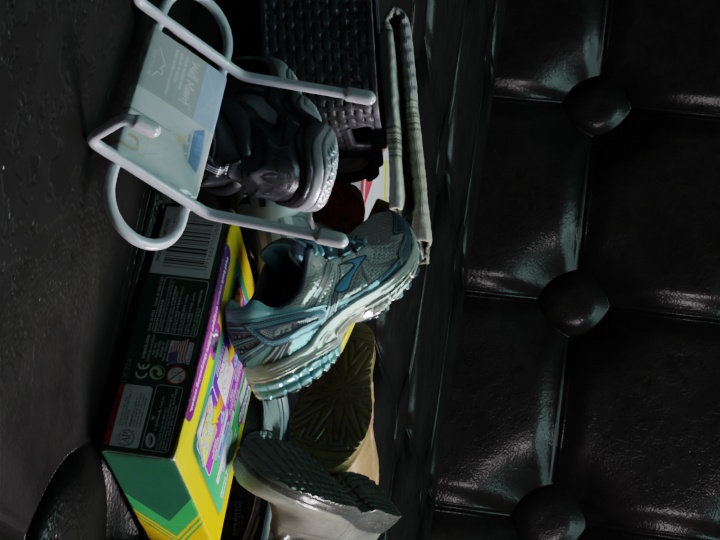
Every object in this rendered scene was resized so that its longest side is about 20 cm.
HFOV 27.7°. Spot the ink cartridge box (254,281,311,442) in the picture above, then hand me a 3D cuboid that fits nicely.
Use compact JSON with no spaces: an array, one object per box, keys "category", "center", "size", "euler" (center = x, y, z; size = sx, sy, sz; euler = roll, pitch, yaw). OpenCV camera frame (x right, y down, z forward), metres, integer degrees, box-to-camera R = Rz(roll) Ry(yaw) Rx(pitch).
[{"category":"ink cartridge box","center":[-0.074,0.093,1.335],"size":[0.136,0.076,0.201],"euler":[63,33,-73]}]

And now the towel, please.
[{"category":"towel","center":[0.036,-0.105,1.265],"size":[0.193,0.034,0.201],"euler":[75,9,-84]}]

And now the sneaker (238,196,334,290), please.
[{"category":"sneaker","center":[-0.055,0.014,1.197],"size":[0.200,0.075,0.116],"euler":[51,28,-73]}]

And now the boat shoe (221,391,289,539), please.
[{"category":"boat shoe","center":[-0.099,0.157,1.208],"size":[0.071,0.072,0.201],"euler":[-55,146,-76]}]

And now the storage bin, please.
[{"category":"storage bin","center":[-0.032,-0.205,1.213],"size":[0.135,0.093,0.201],"euler":[62,23,-81]}]

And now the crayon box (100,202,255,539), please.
[{"category":"crayon box","center":[-0.125,0.082,1.076],"size":[0.173,0.058,0.201],"euler":[83,15,-58]}]

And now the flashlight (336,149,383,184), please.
[{"category":"flashlight","center":[-0.023,-0.179,1.373],"size":[0.068,0.068,0.201],"euler":[-33,-123,45]}]

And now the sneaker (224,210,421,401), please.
[{"category":"sneaker","center":[-0.026,0.004,1.078],"size":[0.200,0.077,0.086],"euler":[-49,119,-41]}]

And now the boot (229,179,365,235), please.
[{"category":"boot","center":[-0.053,-0.064,1.268],"size":[0.200,0.107,0.075],"euler":[13,85,-79]}]

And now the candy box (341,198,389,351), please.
[{"category":"candy box","center":[0.000,0.000,1.270],"size":[0.200,0.026,0.103],"euler":[-72,-176,-79]}]

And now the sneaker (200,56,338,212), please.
[{"category":"sneaker","center":[-0.098,-0.111,1.062],"size":[0.200,0.113,0.076],"euler":[51,-52,52]}]

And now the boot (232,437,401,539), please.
[{"category":"boot","center":[-0.060,0.214,1.160],"size":[0.131,0.068,0.200],"euler":[-48,141,8]}]

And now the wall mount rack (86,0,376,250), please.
[{"category":"wall mount rack","center":[-0.083,-0.097,0.951],"size":[0.174,0.074,0.201],"euler":[31,56,-33]}]

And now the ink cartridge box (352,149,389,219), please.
[{"category":"ink cartridge box","center":[-0.016,-0.095,1.523],"size":[0.200,0.083,0.146],"euler":[-54,148,-71]}]

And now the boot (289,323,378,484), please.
[{"category":"boot","center":[-0.015,0.170,1.319],"size":[0.200,0.066,0.175],"euler":[89,15,-44]}]
